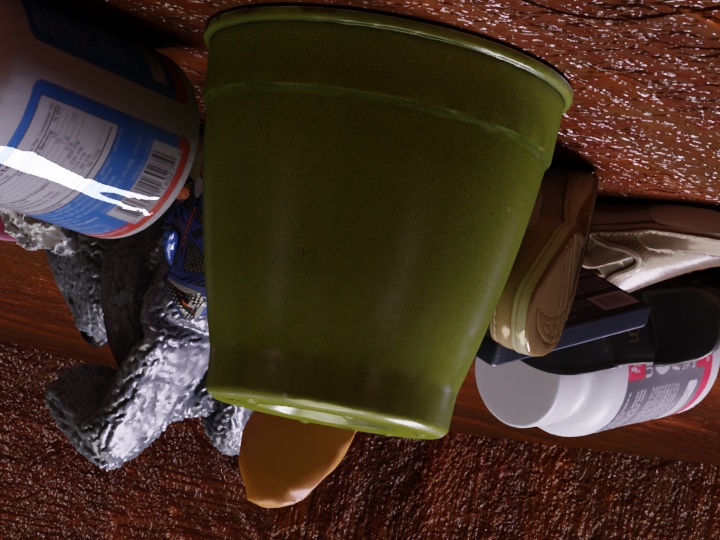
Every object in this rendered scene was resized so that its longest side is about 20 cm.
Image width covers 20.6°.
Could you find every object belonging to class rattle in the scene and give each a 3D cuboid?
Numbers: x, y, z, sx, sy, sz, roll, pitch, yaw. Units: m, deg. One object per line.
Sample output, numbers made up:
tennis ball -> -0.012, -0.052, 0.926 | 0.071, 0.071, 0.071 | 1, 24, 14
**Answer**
rattle -> -0.022, 0.073, 1.212 | 0.130, 0.143, 0.200 | 18, 177, -19

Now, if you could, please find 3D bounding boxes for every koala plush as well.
koala plush -> -0.143, 0.005, 1.350 | 0.177, 0.184, 0.200 | 1, -149, -45

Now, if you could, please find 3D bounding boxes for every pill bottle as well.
pill bottle -> 0.180, 0.068, 1.522 | 0.110, 0.111, 0.200 | 3, -173, 42
pill bottle -> -0.188, -0.091, 1.039 | 0.112, 0.113, 0.200 | 4, 169, 39

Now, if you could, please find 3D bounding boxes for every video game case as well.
video game case -> 0.064, -0.002, 1.249 | 0.143, 0.019, 0.200 | -12, -148, -42

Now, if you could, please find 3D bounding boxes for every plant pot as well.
plant pot -> -0.001, -0.015, 1.041 | 0.199, 0.194, 0.200 | 9, 172, 1

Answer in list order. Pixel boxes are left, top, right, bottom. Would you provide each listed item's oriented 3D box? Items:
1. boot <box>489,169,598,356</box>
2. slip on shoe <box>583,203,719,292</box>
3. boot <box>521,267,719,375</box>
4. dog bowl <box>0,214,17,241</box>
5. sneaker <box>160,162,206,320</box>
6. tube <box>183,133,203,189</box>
boot -> 0.054, -0.020, 1.174 | 0.155, 0.073, 0.200 | 12, -152, 9
slip on shoe -> 0.179, -0.011, 1.317 | 0.199, 0.061, 0.076 | 7, 172, 20
boot -> 0.213, 0.028, 1.419 | 0.199, 0.070, 0.174 | 4, -169, 32
dog bowl -> -0.290, -0.073, 1.437 | 0.199, 0.074, 0.200 | 10, 173, 1
sneaker -> -0.086, -0.034, 1.200 | 0.078, 0.075, 0.200 | -31, -160, 12
tube -> -0.092, -0.067, 1.333 | 0.199, 0.052, 0.058 | 16, 132, -9
